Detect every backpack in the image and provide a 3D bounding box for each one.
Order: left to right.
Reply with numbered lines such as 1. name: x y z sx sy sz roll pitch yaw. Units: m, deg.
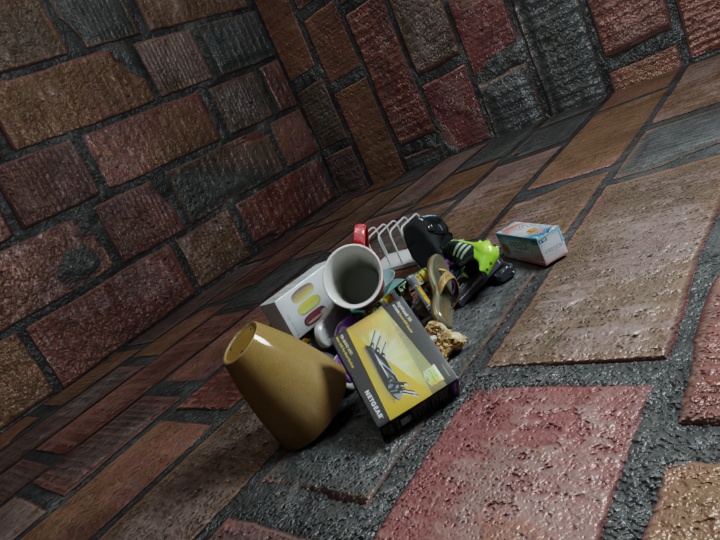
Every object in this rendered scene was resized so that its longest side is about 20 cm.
1. backpack: 0.195 -0.077 1.587 0.152 0.166 0.199 -34 0 36

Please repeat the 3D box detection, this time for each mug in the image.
1. mug: 0.008 0.009 1.297 0.180 0.131 0.200 -57 -11 -3

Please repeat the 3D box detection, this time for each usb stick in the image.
1. usb stick: 0.304 -0.005 1.370 0.055 0.033 0.200 -38 15 -7

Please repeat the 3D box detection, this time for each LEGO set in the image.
1. LEGO set: 0.104 0.096 1.290 0.198 0.117 0.153 -38 -8 12

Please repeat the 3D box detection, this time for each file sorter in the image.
1. file sorter: 0.107 -0.084 1.823 0.196 0.127 0.139 -14 19 40

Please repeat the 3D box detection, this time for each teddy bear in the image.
1. teddy bear: 0.112 0.165 1.086 0.142 0.069 0.199 13 38 41

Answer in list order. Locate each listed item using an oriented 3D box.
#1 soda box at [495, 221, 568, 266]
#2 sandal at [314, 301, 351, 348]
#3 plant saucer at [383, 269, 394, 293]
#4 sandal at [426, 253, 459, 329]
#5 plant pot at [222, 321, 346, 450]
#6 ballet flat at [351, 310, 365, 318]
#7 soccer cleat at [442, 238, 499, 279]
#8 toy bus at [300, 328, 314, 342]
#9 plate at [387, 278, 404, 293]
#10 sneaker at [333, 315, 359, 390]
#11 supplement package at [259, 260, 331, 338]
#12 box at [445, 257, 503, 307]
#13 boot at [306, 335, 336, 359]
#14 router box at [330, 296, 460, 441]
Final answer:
1. soda box: 0.393 -0.066 1.331 0.062 0.070 0.200 -28 13 -9
2. sandal: -0.071 0.117 1.314 0.048 0.085 0.202 -14 7 20
3. plant saucer: 0.013 0.064 1.556 0.196 0.040 0.202 -27 15 8
4. sandal: 0.186 0.043 1.238 0.053 0.080 0.204 -32 34 30
5. plant pot: -0.155 0.196 1.068 0.184 0.200 0.189 -35 27 22
6. ballet flat: -0.040 0.134 1.458 0.195 0.068 0.071 -21 22 29
7. soccer cleat: 0.236 -0.025 1.293 0.083 0.066 0.199 -62 20 -10
8. toy bus: -0.154 0.213 1.395 0.076 0.066 0.201 -24 15 18
9. plate: 0.042 0.084 1.563 0.195 0.026 0.201 -27 14 7
10. sneaker: -0.010 0.155 1.209 0.090 0.079 0.202 -58 13 27
11. supplement package: -0.137 0.078 1.457 0.198 0.116 0.109 -37 11 -29
12. box: 0.240 0.007 1.370 0.143 0.036 0.200 -46 18 -5
13. boot: -0.060 0.186 1.325 0.160 0.068 0.199 11 16 27
14. router box: 0.057 0.163 0.990 0.154 0.053 0.202 -29 50 -8
